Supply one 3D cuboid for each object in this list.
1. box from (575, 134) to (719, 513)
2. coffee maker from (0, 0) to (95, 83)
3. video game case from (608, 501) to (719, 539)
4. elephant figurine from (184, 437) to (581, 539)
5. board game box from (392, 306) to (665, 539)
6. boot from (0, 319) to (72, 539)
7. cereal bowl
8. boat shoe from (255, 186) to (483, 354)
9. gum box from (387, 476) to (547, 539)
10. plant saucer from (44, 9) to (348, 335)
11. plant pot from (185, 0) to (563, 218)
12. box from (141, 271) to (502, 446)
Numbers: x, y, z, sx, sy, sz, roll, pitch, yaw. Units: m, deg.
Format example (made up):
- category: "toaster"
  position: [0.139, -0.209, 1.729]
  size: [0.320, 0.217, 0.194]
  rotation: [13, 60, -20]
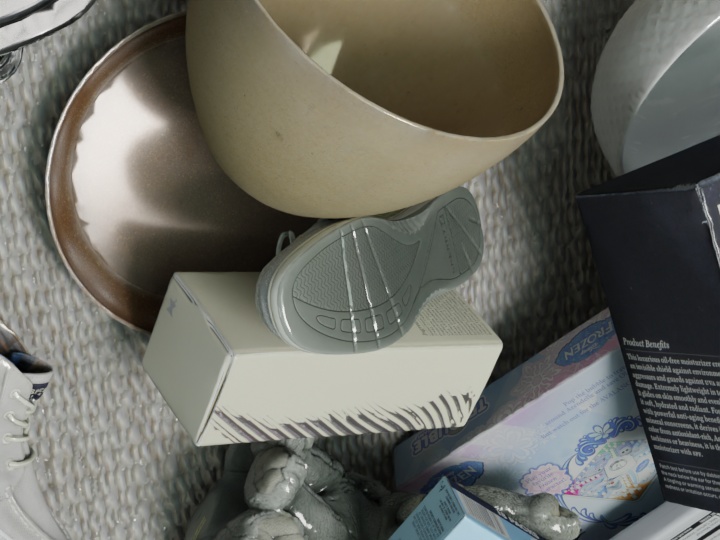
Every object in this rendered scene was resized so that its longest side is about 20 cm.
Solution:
- category: "box"
  position: [0.258, 0.013, 0.923]
  size: [0.200, 0.123, 0.199]
  rotation: [-22, 101, -26]
- category: "coffee maker"
  position: [-0.193, -0.159, 0.746]
  size: [0.135, 0.200, 0.192]
  rotation: [-43, 119, -4]
- category: "video game case"
  position: [0.229, 0.207, 1.073]
  size: [0.182, 0.022, 0.200]
  rotation: [23, 128, -37]
- category: "elephant figurine"
  position: [0.004, 0.176, 0.984]
  size: [0.200, 0.155, 0.142]
  rotation: [27, 74, -20]
- category: "board game box"
  position: [0.160, 0.131, 1.047]
  size: [0.200, 0.043, 0.199]
  rotation: [-35, 124, 24]
- category: "boot"
  position: [-0.207, 0.093, 0.900]
  size: [0.096, 0.074, 0.200]
  rotation: [-39, 118, 1]
- category: "cereal bowl"
  position: [0.226, -0.138, 0.986]
  size: [0.200, 0.083, 0.200]
  rotation: [-22, 148, -15]
- category: "boat shoe"
  position: [0.000, -0.002, 0.900]
  size: [0.202, 0.065, 0.075]
  rotation: [-31, 112, -53]
- category: "gum box"
  position: [0.053, 0.242, 0.943]
  size: [0.170, 0.045, 0.200]
  rotation: [35, 103, -26]
- category: "plant saucer"
  position: [-0.088, -0.057, 0.926]
  size: [0.200, 0.032, 0.200]
  rotation: [-8, 112, -21]
- category: "plant pot"
  position: [-0.012, -0.105, 0.837]
  size: [0.200, 0.200, 0.134]
  rotation: [14, 137, -27]
- category: "box"
  position: [-0.020, 0.049, 0.934]
  size: [0.200, 0.082, 0.068]
  rotation: [1, 125, -37]
